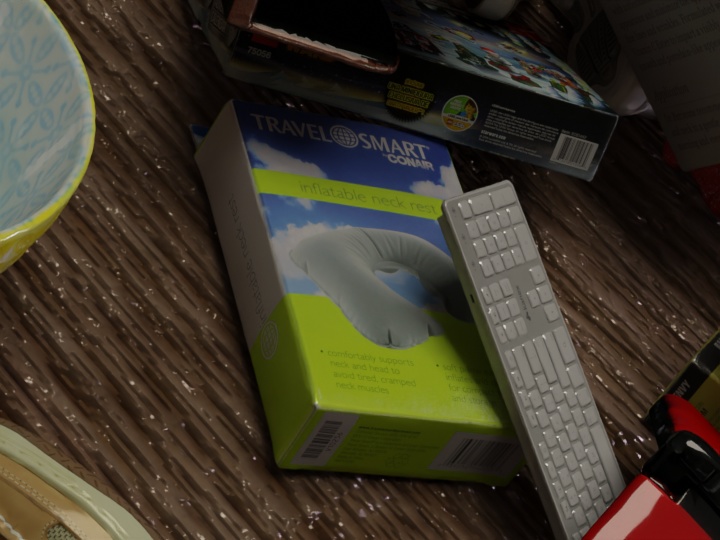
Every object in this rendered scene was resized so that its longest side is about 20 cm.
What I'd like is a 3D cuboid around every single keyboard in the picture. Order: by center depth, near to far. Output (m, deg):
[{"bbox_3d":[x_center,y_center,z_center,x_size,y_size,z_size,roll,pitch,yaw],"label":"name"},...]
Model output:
[{"bbox_3d":[0.084,0.060,0.785,0.056,0.011,0.202,-19,88,-47],"label":"keyboard"}]

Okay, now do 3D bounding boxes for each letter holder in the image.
[{"bbox_3d":[0.013,-0.164,0.858,0.141,0.101,0.200,18,20,-15],"label":"letter holder"}]

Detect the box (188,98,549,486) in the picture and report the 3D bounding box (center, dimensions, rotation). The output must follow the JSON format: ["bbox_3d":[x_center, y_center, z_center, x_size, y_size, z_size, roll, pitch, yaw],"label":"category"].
[{"bbox_3d":[0.000,0.000,0.833,0.121,0.048,0.201,8,45,-30],"label":"box"}]

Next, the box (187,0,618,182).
[{"bbox_3d":[0.016,-0.111,0.931,0.198,0.040,0.137,14,20,-22],"label":"box"}]

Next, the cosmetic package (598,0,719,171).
[{"bbox_3d":[0.218,-0.181,0.947,0.164,0.165,0.201,-29,96,-15],"label":"cosmetic package"}]

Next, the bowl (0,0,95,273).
[{"bbox_3d":[-0.209,-0.045,0.688,0.198,0.108,0.201,19,40,-17],"label":"bowl"}]

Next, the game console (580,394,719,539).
[{"bbox_3d":[0.159,0.170,0.764,0.200,0.119,0.172,47,8,0],"label":"game console"}]

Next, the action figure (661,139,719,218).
[{"bbox_3d":[0.258,-0.046,1.060,0.198,0.052,0.066,12,47,-20],"label":"action figure"}]

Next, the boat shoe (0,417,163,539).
[{"bbox_3d":[-0.092,0.129,0.623,0.199,0.072,0.076,38,51,6],"label":"boat shoe"}]

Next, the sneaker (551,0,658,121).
[{"bbox_3d":[0.169,-0.157,1.103,0.099,0.078,0.202,21,48,-26],"label":"sneaker"}]

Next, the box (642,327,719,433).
[{"bbox_3d":[0.234,0.107,0.880,0.200,0.050,0.075,41,39,10],"label":"box"}]

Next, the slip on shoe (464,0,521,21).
[{"bbox_3d":[0.090,-0.181,1.024,0.060,0.077,0.200,7,15,0],"label":"slip on shoe"}]
